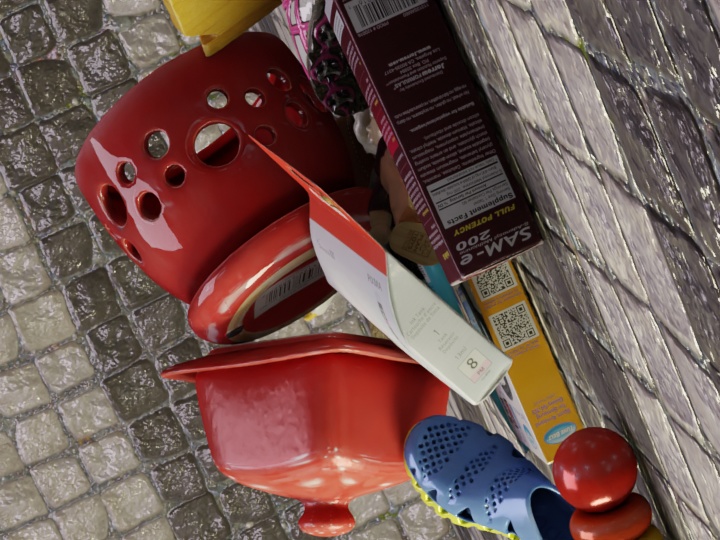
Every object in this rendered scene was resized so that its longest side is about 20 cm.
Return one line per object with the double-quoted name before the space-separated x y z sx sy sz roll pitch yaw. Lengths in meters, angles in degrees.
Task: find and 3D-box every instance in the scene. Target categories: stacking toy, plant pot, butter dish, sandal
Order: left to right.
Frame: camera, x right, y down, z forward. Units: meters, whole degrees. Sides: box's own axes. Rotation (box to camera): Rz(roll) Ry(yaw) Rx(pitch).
"plant pot" -0.094 -0.054 1.856 0.183 0.200 0.200 55 174 15
"butter dish" -0.027 0.131 1.850 0.199 0.199 0.148 11 -105 -49
"sandal" 0.121 0.171 1.779 0.200 0.080 0.087 32 160 6
"stacking toy" 0.173 0.194 1.533 0.085 0.085 0.201 -126 18 -73

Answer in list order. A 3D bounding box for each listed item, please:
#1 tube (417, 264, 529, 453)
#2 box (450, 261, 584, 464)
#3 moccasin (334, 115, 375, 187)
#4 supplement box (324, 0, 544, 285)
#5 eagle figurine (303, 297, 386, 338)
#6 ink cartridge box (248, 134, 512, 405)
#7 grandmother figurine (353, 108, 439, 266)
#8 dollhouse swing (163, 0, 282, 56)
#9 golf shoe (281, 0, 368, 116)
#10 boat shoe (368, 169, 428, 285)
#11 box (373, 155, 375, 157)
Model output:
"tube" 0.092 0.040 1.839 0.201 0.050 0.077 64 -152 -4
"box" 0.110 0.057 1.742 0.119 0.041 0.201 -144 32 -82
"moccasin" 0.037 -0.041 1.967 0.202 0.078 0.074 61 -169 11
"supplement box" 0.045 -0.094 1.509 0.109 0.061 0.201 135 111 -87
"eagle figurine" -0.005 0.005 2.661 0.200 0.151 0.152 28 -160 32
"ink cartridge box" 0.000 0.000 1.679 0.200 0.057 0.163 37 180 -26
"grandmother figurine" 0.034 -0.075 1.724 0.060 0.122 0.200 23 -157 -19
"dollhouse swing" -0.121 -0.310 1.760 0.176 0.182 0.200 47 168 29
"golf shoe" -0.022 -0.203 1.688 0.092 0.072 0.201 -122 15 -51
"boat shoe" 0.052 0.005 1.896 0.201 0.070 0.072 69 -163 -3
"box" 0.015 -0.045 2.200 0.200 0.075 0.100 -118 4 -65
